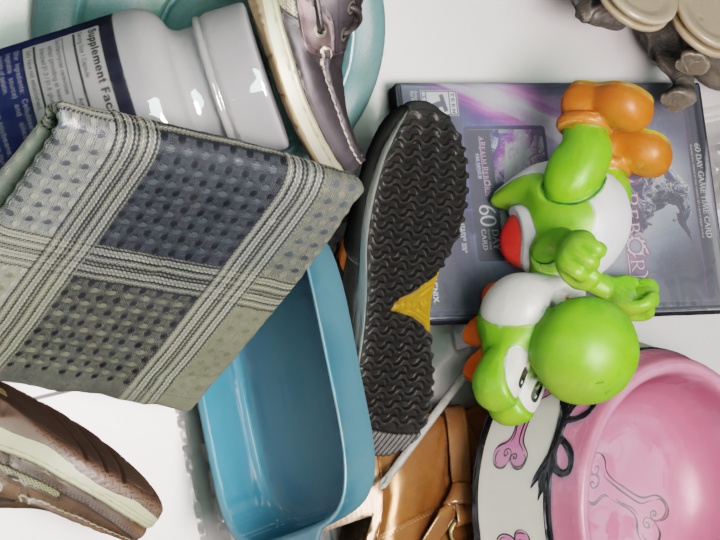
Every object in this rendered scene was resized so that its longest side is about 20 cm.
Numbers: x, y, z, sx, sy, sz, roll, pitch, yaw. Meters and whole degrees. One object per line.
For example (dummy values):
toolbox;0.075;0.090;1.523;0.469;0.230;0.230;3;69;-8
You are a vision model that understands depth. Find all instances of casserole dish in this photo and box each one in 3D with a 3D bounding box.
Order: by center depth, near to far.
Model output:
casserole dish;-0.043;0.061;1.427;0.039;0.121;0.200;-2;75;-41

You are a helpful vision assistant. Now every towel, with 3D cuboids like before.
towel;-0.124;-0.005;1.349;0.192;0.035;0.200;11;133;-35

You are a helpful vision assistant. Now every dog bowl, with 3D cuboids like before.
dog bowl;0.160;0.134;1.503;0.200;0.074;0.201;3;86;-42

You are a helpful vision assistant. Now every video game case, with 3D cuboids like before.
video game case;0.119;-0.041;1.521;0.200;0.019;0.143;-2;77;-19

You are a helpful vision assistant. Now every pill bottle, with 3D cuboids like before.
pill bottle;-0.145;-0.074;1.364;0.200;0.111;0.111;-17;100;1

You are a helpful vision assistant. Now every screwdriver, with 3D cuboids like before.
screwdriver;0.068;0.052;1.494;0.028;0.029;0.200;42;58;-6

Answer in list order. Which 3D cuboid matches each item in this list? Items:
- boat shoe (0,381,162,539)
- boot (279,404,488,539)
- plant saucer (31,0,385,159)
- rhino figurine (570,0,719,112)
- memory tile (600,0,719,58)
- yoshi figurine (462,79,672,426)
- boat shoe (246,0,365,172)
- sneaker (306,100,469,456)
boat shoe;-0.208;0.102;1.410;0.202;0.075;0.075;33;96;-13
boot;0.043;0.179;1.503;0.154;0.074;0.200;-15;101;-23
plant saucer;-0.082;-0.132;1.432;0.200;0.027;0.201;-2;103;-10
rhino figurine;0.196;-0.142;1.534;0.200;0.060;0.088;22;48;-19
memory tile;0.225;-0.176;1.526;0.200;0.017;0.153;17;49;-20
yoshi figurine;0.132;-0.001;1.447;0.112;0.112;0.200;27;71;-14
boat shoe;-0.028;-0.147;1.389;0.065;0.072;0.200;-19;99;0
sneaker;0.000;0.000;1.454;0.070;0.090;0.200;5;94;-42
